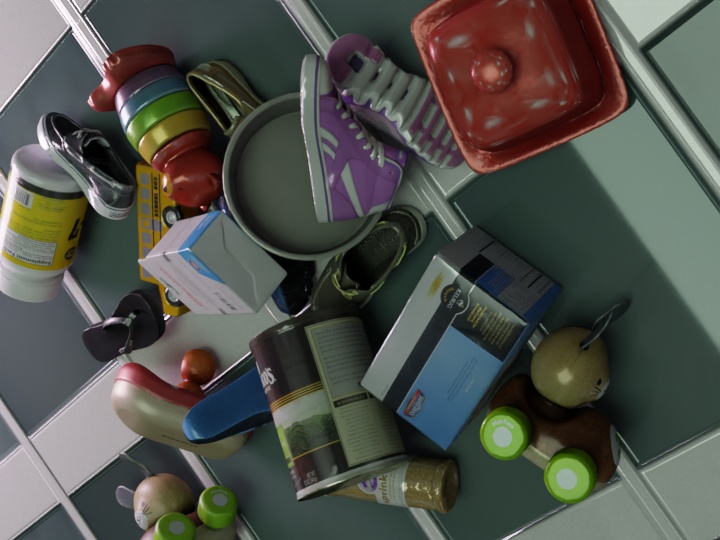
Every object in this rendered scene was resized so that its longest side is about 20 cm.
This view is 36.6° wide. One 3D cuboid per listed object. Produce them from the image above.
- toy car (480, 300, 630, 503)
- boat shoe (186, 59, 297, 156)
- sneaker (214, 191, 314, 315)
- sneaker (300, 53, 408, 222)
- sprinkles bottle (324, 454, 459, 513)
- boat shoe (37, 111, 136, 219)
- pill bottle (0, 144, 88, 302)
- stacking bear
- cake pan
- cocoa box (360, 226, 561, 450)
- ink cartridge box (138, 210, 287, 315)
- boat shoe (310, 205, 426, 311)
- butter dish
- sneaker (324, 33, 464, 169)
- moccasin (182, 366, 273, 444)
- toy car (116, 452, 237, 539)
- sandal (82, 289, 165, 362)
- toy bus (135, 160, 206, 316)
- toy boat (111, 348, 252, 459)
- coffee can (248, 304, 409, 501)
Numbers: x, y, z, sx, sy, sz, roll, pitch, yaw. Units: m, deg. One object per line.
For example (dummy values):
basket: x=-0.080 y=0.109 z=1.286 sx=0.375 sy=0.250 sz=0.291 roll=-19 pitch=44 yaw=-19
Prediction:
toy car: x=0.245 y=0.126 z=1.204 sx=0.157 sy=0.164 sz=0.201 roll=31 pitch=106 yaw=16
boat shoe: x=-0.141 y=-0.177 z=1.349 sx=0.200 sy=0.076 sz=0.072 roll=42 pitch=120 yaw=10
sneaker: x=-0.124 y=-0.036 z=1.400 sx=0.078 sy=0.075 sz=0.202 roll=-25 pitch=88 yaw=45
sneaker: x=-0.006 y=-0.151 z=1.209 sx=0.113 sy=0.073 sz=0.202 roll=-6 pitch=127 yaw=4
sprinkles bottle: x=0.026 y=0.267 z=1.410 sx=0.198 sy=0.068 sz=0.069 roll=2 pitch=107 yaw=27
boat shoe: x=-0.365 y=-0.158 z=1.461 sx=0.200 sy=0.071 sz=0.068 roll=50 pitch=130 yaw=26
pill bottle: x=-0.450 y=-0.064 z=1.531 sx=0.114 sy=0.114 sz=0.202 roll=30 pitch=118 yaw=16
stacking bear: x=-0.238 y=-0.170 z=1.367 sx=0.201 sy=0.113 sz=0.121 roll=59 pitch=143 yaw=11
cake pan: x=-0.063 y=-0.110 z=1.295 sx=0.198 sy=0.037 sz=0.203 roll=0 pitch=83 yaw=-3
cocoa box: x=0.117 y=0.077 z=1.260 sx=0.131 sy=0.133 sz=0.201 roll=36 pitch=119 yaw=13
ink cartridge box: x=-0.189 y=-0.006 z=1.354 sx=0.116 sy=0.067 sz=0.199 roll=44 pitch=158 yaw=-20
boat shoe: x=-0.002 y=-0.002 z=1.341 sx=0.072 sy=0.060 sz=0.202 roll=49 pitch=122 yaw=6
butter dish: x=0.151 y=-0.212 z=1.132 sx=0.198 sy=0.148 sz=0.201 roll=-22 pitch=96 yaw=25
sneaker: x=0.039 y=-0.188 z=1.255 sx=0.199 sy=0.081 sz=0.088 roll=37 pitch=164 yaw=-7
moccasin: x=-0.141 y=0.167 z=1.420 sx=0.068 sy=0.198 sz=0.081 roll=114 pitch=135 yaw=-64
toy car: x=-0.291 y=0.354 z=1.563 sx=0.199 sy=0.157 sz=0.165 roll=38 pitch=131 yaw=25
sandal: x=-0.338 y=0.090 z=1.539 sx=0.200 sy=0.043 sz=0.076 roll=-33 pitch=94 yaw=44
toy bus: x=-0.254 y=-0.045 z=1.460 sx=0.078 sy=0.065 sz=0.202 roll=11 pitch=111 yaw=25
toy boat: x=-0.238 y=0.169 z=1.495 sx=0.198 sy=0.132 sz=0.131 roll=21 pitch=154 yaw=-13
coffee can: x=-0.039 y=0.162 z=1.332 sx=0.146 sy=0.146 sz=0.202 roll=-28 pitch=74 yaw=32
